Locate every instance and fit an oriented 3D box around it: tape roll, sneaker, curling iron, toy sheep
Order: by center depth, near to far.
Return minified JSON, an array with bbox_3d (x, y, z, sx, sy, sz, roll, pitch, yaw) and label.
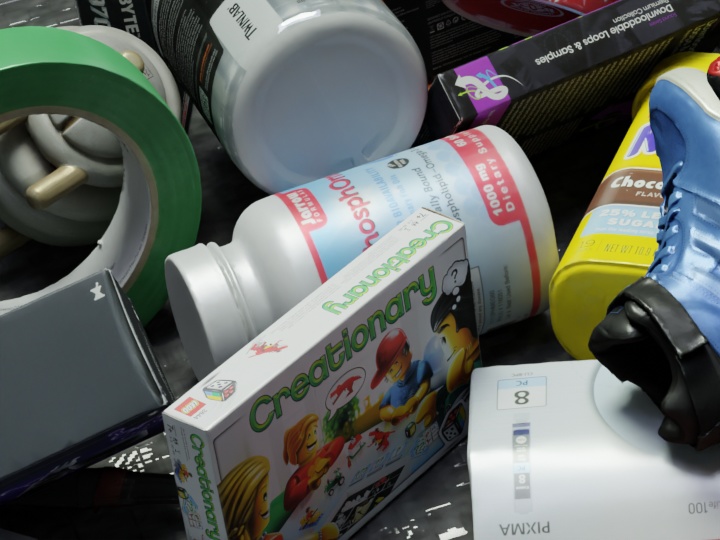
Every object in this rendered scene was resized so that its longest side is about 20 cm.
[{"bbox_3d":[0.158,-0.005,1.460,0.111,0.077,0.201,-18,69,-8],"label":"sneaker"},{"bbox_3d":[-0.130,0.112,1.528,0.199,0.026,0.050,-6,13,12],"label":"curling iron"},{"bbox_3d":[-0.186,-0.033,1.588,0.199,0.201,0.048,-19,35,-15],"label":"tape roll"},{"bbox_3d":[-0.168,-0.078,1.691,0.138,0.138,0.200,-34,2,-31],"label":"toy sheep"}]

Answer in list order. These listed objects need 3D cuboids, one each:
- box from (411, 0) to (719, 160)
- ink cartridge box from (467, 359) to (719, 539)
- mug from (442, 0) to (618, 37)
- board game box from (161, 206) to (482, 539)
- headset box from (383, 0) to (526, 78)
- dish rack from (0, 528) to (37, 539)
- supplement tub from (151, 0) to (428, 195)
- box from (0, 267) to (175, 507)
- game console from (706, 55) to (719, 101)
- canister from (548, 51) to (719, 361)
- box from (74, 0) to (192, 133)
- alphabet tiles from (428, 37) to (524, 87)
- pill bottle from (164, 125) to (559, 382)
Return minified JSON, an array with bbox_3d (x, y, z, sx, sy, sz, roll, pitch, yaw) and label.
[{"bbox_3d":[0.119,-0.108,1.692,0.199,0.143,0.036,-22,76,-20],"label":"box"},{"bbox_3d":[0.132,0.117,1.441,0.159,0.048,0.200,-4,33,6],"label":"ink cartridge box"},{"bbox_3d":[0.107,-0.246,1.749,0.133,0.201,0.177,19,-10,-42],"label":"mug"},{"bbox_3d":[-0.013,0.072,1.468,0.034,0.127,0.200,21,45,36],"label":"board game box"},{"bbox_3d":[0.013,-0.209,1.877,0.173,0.093,0.200,-21,36,-18],"label":"headset box"},{"bbox_3d":[-0.160,0.206,1.384,0.199,0.044,0.172,12,39,27],"label":"dish rack"},{"bbox_3d":[-0.048,-0.132,1.671,0.122,0.123,0.200,-18,33,-13],"label":"supplement tub"},{"bbox_3d":[-0.195,0.080,1.450,0.199,0.079,0.141,-25,-8,-3],"label":"box"},{"bbox_3d":[0.250,-0.035,1.492,0.031,0.201,0.177,-32,1,27],"label":"game console"},{"bbox_3d":[0.199,-0.028,1.599,0.148,0.087,0.200,8,40,21],"label":"canister"},{"bbox_3d":[-0.137,-0.184,1.827,0.046,0.160,0.201,-5,34,7],"label":"box"},{"bbox_3d":[0.014,-0.122,1.841,0.199,0.008,0.167,-30,41,-27],"label":"alphabet tiles"},{"bbox_3d":[0.000,0.000,1.581,0.199,0.109,0.109,-19,36,-14],"label":"pill bottle"}]
